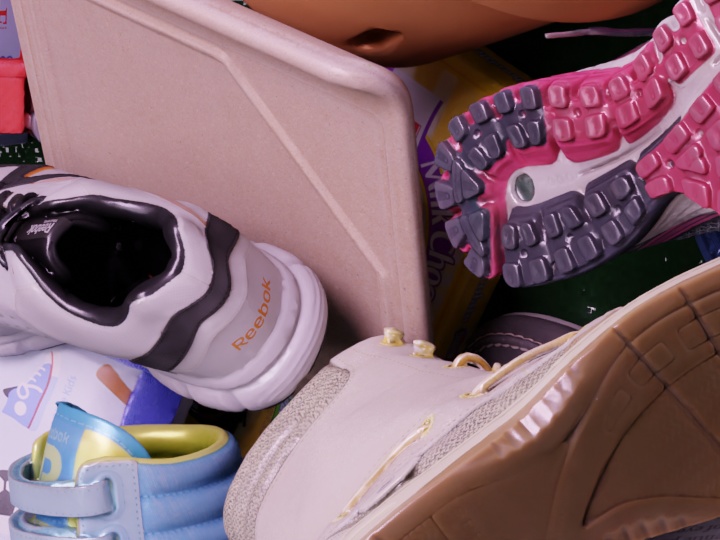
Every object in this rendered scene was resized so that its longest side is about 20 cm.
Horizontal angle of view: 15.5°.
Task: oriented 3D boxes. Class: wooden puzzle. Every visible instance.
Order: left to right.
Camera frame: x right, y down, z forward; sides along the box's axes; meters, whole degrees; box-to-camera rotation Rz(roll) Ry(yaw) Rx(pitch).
[{"bbox_3d":[-0.044,-0.032,0.931,0.185,0.037,0.200,27,146,31],"label":"wooden puzzle"}]

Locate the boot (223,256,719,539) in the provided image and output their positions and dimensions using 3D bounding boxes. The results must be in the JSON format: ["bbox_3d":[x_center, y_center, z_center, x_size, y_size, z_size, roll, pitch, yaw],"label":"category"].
[{"bbox_3d":[0.054,0.045,0.826,0.072,0.200,0.155,58,171,-15],"label":"boot"}]

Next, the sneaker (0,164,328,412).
[{"bbox_3d":[-0.105,-0.009,0.909,0.200,0.080,0.074,10,73,37],"label":"sneaker"}]

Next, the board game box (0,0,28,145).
[{"bbox_3d":[-0.223,-0.162,1.141,0.200,0.041,0.200,10,102,37],"label":"board game box"}]

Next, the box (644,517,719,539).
[{"bbox_3d":[0.064,0.203,0.801,0.198,0.171,0.201,-11,107,29],"label":"box"}]

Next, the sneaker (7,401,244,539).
[{"bbox_3d":[-0.112,0.120,0.902,0.079,0.200,0.131,17,132,58],"label":"sneaker"}]

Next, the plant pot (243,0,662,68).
[{"bbox_3d":[0.028,-0.157,0.861,0.140,0.200,0.201,-34,73,53],"label":"plant pot"}]

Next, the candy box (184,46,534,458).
[{"bbox_3d":[0.000,0.000,0.992,0.102,0.026,0.200,36,117,26],"label":"candy box"}]

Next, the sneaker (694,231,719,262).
[{"bbox_3d":[0.183,0.000,0.826,0.200,0.078,0.070,40,121,53],"label":"sneaker"}]

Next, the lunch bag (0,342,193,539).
[{"bbox_3d":[-0.149,0.080,1.027,0.200,0.124,0.170,24,94,49],"label":"lunch bag"}]

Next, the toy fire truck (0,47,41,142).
[{"bbox_3d":[-0.191,-0.122,1.042,0.049,0.199,0.142,-148,60,-78],"label":"toy fire truck"}]

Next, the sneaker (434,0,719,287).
[{"bbox_3d":[0.114,-0.051,0.807,0.200,0.075,0.081,-13,93,43],"label":"sneaker"}]

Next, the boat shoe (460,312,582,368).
[{"bbox_3d":[0.097,0.085,0.905,0.200,0.057,0.067,45,120,26],"label":"boat shoe"}]
